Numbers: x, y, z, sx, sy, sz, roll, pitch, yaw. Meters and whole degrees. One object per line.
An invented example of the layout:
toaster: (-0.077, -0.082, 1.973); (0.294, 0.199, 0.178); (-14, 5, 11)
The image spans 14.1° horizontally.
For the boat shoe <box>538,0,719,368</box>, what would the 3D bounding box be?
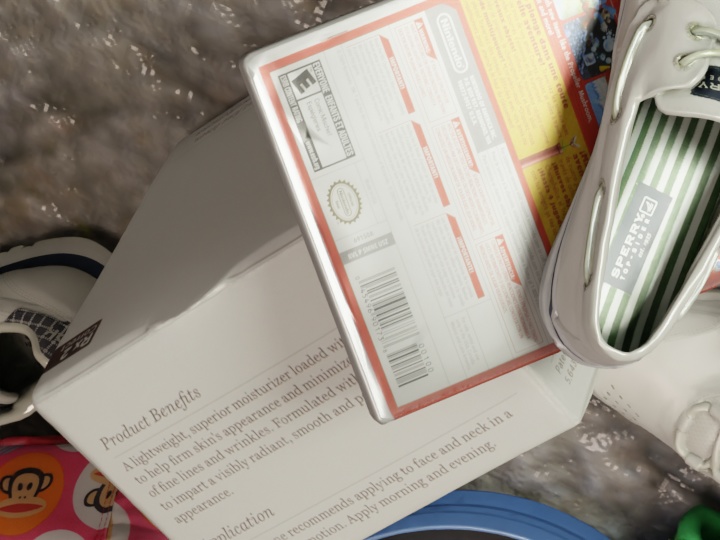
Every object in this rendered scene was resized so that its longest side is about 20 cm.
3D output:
boat shoe: (0.122, -0.058, 1.020); (0.073, 0.067, 0.201); (15, 93, -11)

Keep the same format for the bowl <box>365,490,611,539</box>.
bowl: (0.065, 0.191, 1.414); (0.199, 0.039, 0.201); (10, 127, 13)

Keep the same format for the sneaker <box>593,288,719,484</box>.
sneaker: (0.185, 0.074, 1.257); (0.199, 0.087, 0.075); (23, 131, 5)

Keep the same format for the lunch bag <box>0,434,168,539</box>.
lunch bag: (-0.136, 0.156, 1.423); (0.199, 0.082, 0.176); (-4, 143, 23)

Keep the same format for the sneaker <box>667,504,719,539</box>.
sneaker: (0.228, 0.154, 1.306); (0.199, 0.074, 0.084); (10, 131, 14)

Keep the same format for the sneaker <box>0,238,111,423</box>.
sneaker: (-0.200, 0.043, 1.373); (0.199, 0.081, 0.077); (-19, 118, 32)

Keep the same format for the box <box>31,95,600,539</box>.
box: (0.000, 0.000, 1.200); (0.199, 0.200, 0.131); (-31, 111, 35)

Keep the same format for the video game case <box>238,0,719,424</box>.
video game case: (0.072, -0.047, 1.055); (0.199, 0.017, 0.144); (-22, 98, -7)
